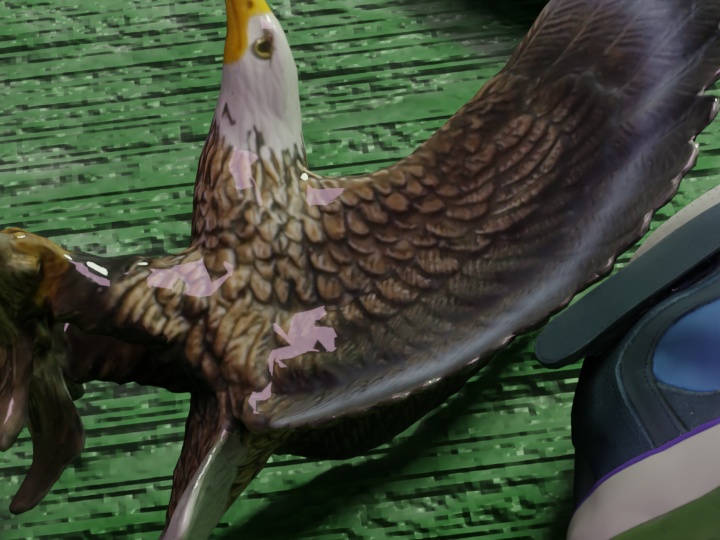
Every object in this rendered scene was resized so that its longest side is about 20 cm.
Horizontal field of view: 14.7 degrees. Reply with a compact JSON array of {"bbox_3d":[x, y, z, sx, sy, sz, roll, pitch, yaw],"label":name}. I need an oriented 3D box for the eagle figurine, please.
[{"bbox_3d":[-0.001,-0.007,0.713,0.199,0.151,0.152,-9,39,-5],"label":"eagle figurine"}]

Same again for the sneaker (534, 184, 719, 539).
[{"bbox_3d":[0.134,0.005,0.683,0.200,0.081,0.147,-28,31,36],"label":"sneaker"}]
